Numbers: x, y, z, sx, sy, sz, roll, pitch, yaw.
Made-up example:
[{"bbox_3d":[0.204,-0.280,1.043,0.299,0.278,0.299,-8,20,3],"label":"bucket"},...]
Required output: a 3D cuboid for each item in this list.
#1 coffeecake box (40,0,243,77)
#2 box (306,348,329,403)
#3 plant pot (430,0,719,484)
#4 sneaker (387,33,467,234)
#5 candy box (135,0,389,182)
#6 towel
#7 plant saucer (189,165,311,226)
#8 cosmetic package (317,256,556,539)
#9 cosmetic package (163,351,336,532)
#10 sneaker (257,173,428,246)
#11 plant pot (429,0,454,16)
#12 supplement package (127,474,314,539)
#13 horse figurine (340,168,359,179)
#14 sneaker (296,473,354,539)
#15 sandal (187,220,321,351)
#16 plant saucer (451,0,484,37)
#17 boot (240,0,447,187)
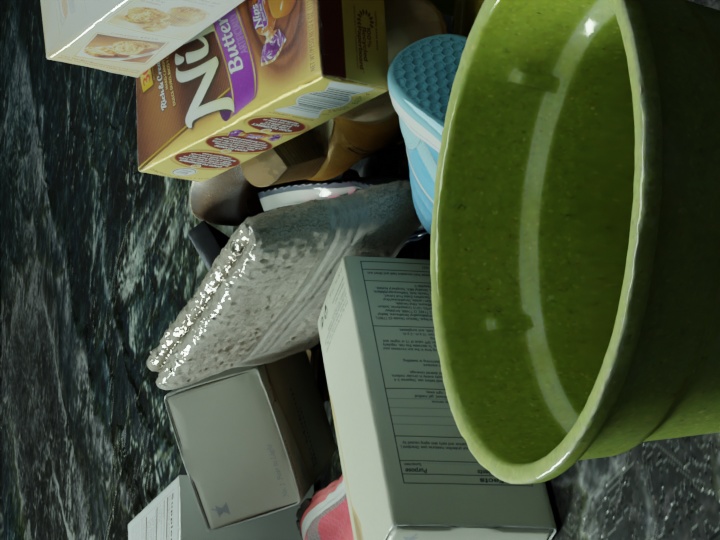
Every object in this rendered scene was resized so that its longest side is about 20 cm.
[{"bbox_3d":[-0.116,-0.230,1.178,0.200,0.073,0.154,-27,65,44],"label":"coffeecake box"},{"bbox_3d":[-0.055,0.015,1.621,0.200,0.021,0.164,-163,77,-72],"label":"box"},{"bbox_3d":[0.146,-0.016,0.740,0.200,0.184,0.201,-175,90,-73],"label":"plant pot"},{"bbox_3d":[0.090,-0.035,1.120,0.200,0.079,0.131,56,166,36],"label":"sneaker"},{"bbox_3d":[-0.066,-0.138,1.206,0.200,0.056,0.117,-23,65,50],"label":"candy box"},{"bbox_3d":[-0.050,0.013,1.247,0.035,0.132,0.200,62,145,18],"label":"towel"},{"bbox_3d":[-0.040,-0.102,1.399,0.032,0.200,0.200,43,141,14],"label":"plant saucer"},{"bbox_3d":[0.042,0.090,1.175,0.071,0.105,0.200,112,156,-46],"label":"cosmetic package"},{"bbox_3d":[-0.076,0.113,1.422,0.200,0.073,0.104,-50,-57,-82],"label":"cosmetic package"},{"bbox_3d":[0.009,-0.023,1.314,0.200,0.070,0.082,-2,95,52],"label":"sneaker"},{"bbox_3d":[-0.016,-0.305,1.300,0.199,0.200,0.182,-114,39,-56],"label":"plant pot"},{"bbox_3d":[-0.117,0.246,1.609,0.200,0.117,0.117,136,135,-64],"label":"supplement package"},{"bbox_3d":[0.000,0.000,1.411,0.133,0.050,0.200,109,155,-54],"label":"horse figurine"},{"bbox_3d":[0.009,0.176,1.308,0.200,0.074,0.087,113,150,-49],"label":"sneaker"},{"bbox_3d":[-0.068,0.003,1.430,0.076,0.043,0.200,57,-170,24],"label":"sandal"},{"bbox_3d":[0.103,-0.190,1.135,0.200,0.048,0.200,-167,81,-71],"label":"plant saucer"},{"bbox_3d":[0.019,-0.125,1.267,0.201,0.144,0.071,-38,81,41],"label":"boot"}]
